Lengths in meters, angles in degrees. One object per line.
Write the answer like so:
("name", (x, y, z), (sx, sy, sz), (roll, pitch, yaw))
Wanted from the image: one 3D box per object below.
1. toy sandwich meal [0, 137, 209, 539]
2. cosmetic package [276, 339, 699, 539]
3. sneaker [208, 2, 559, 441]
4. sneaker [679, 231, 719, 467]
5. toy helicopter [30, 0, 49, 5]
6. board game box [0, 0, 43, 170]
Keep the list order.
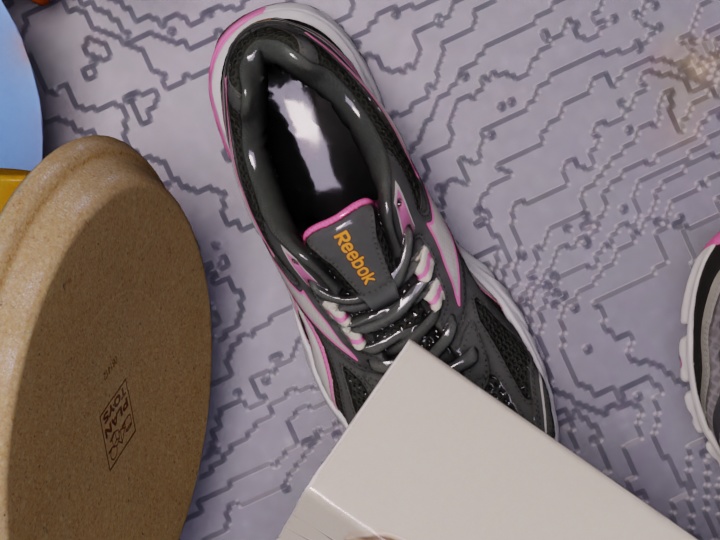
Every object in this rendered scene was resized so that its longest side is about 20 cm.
("toy sandwich meal", (-0.111, 0.047, 0.970), (0.070, 0.205, 0.206), (8, 92, 19))
("cosmetic package", (0.068, 0.124, 0.978), (0.199, 0.104, 0.073), (33, 59, 4))
("sneaker", (0.000, 0.000, 1.022), (0.080, 0.086, 0.201), (-33, 91, 5))
("sneaker", (0.168, 0.078, 1.009), (0.073, 0.087, 0.201), (-13, 93, -12))
("toy helicopter", (-0.153, -0.157, 0.976), (0.199, 0.132, 0.079), (28, 93, -26))
("board game box", (-0.209, -0.054, 1.032), (0.199, 0.039, 0.159), (-19, 113, 9))
